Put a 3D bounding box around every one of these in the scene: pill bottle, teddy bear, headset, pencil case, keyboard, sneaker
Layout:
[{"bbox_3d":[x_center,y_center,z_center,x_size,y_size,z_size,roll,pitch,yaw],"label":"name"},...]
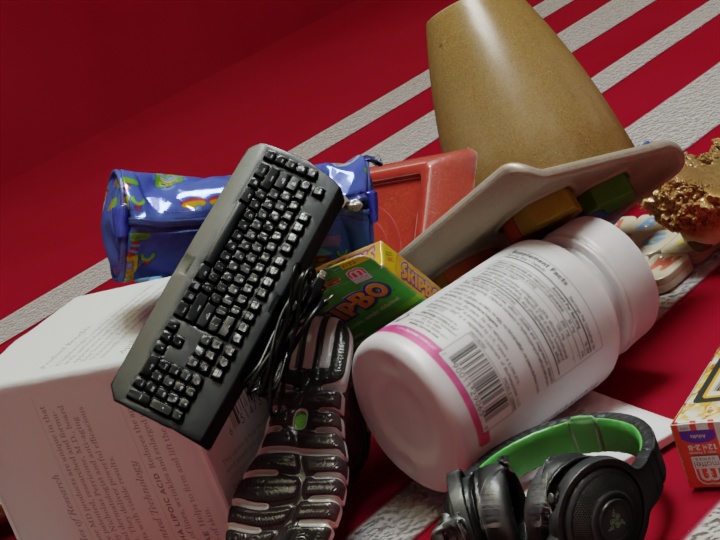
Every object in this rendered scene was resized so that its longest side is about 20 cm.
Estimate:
[{"bbox_3d":[0.101,0.050,0.963,0.199,0.115,0.113,-31,19,-29],"label":"pill bottle"},{"bbox_3d":[0.311,-0.066,1.184,0.144,0.068,0.200,18,30,21],"label":"teddy bear"},{"bbox_3d":[0.095,0.127,0.807,0.122,0.095,0.200,-11,20,33],"label":"headset"},{"bbox_3d":[-0.080,-0.036,0.998,0.197,0.079,0.087,-4,-7,-13],"label":"pencil case"},{"bbox_3d":[-0.071,0.012,0.913,0.040,0.103,0.202,93,-157,-69],"label":"keyboard"},{"bbox_3d":[-0.027,0.142,0.972,0.075,0.116,0.202,3,60,20],"label":"sneaker"}]

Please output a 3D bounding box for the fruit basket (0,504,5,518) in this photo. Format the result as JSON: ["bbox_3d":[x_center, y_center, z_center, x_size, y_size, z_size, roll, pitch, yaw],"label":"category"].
[{"bbox_3d":[-0.310,0.178,1.227,0.198,0.095,0.185,-12,12,-24],"label":"fruit basket"}]

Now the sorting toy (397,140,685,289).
[{"bbox_3d":[0.125,-0.028,1.058,0.199,0.037,0.185,-10,-22,-44],"label":"sorting toy"}]

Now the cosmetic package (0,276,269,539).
[{"bbox_3d":[-0.149,0.110,1.050,0.198,0.167,0.165,-11,19,31],"label":"cosmetic package"}]

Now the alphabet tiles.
[{"bbox_3d":[0.205,-0.007,1.232,0.195,0.015,0.199,-35,20,-37],"label":"alphabet tiles"}]

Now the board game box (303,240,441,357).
[{"bbox_3d":[0.022,0.039,1.026,0.095,0.199,0.030,-22,55,28],"label":"board game box"}]

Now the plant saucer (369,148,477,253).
[{"bbox_3d":[0.000,0.000,1.198,0.198,0.202,0.037,-7,-21,41],"label":"plant saucer"}]

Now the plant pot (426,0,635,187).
[{"bbox_3d":[0.146,-0.167,1.398,0.184,0.202,0.186,-23,-2,-1],"label":"plant pot"}]

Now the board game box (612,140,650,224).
[{"bbox_3d":[0.157,-0.037,1.257,0.199,0.035,0.135,-27,8,46],"label":"board game box"}]

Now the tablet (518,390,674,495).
[{"bbox_3d":[0.113,0.113,0.975,0.129,0.014,0.200,-28,17,-18],"label":"tablet"}]

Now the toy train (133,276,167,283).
[{"bbox_3d":[-0.150,0.020,1.342,0.113,0.088,0.200,-16,17,-5],"label":"toy train"}]

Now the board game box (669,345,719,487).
[{"bbox_3d":[0.292,0.055,0.868,0.150,0.047,0.200,-9,21,37],"label":"board game box"}]
